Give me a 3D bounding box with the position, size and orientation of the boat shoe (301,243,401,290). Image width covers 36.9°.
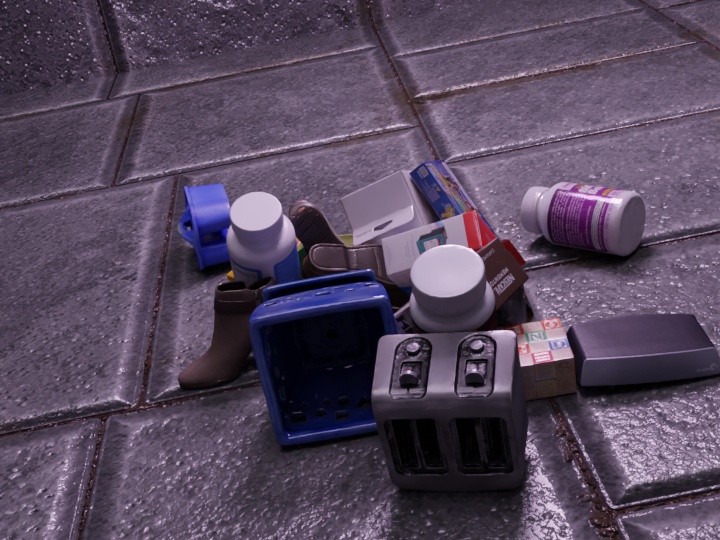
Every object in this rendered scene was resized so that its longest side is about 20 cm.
[{"bbox_3d":[0.000,0.000,1.783,0.198,0.068,0.073,11,57,-15],"label":"boat shoe"}]

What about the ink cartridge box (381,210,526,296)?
[{"bbox_3d":[0.147,-0.028,1.689,0.198,0.116,0.068,-17,65,18],"label":"ink cartridge box"}]

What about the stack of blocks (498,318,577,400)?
[{"bbox_3d":[0.201,0.135,1.553,0.198,0.059,0.115,-9,26,3],"label":"stack of blocks"}]

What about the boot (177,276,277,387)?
[{"bbox_3d":[-0.205,0.091,1.696,0.198,0.147,0.070,-19,29,-15],"label":"boot"}]

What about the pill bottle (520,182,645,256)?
[{"bbox_3d":[0.384,-0.094,1.881,0.199,0.113,0.112,12,34,38],"label":"pill bottle"}]

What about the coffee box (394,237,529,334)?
[{"bbox_3d":[0.140,0.047,1.616,0.114,0.080,0.200,-39,1,-42],"label":"coffee box"}]

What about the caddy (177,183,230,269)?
[{"bbox_3d":[-0.304,-0.087,2.097,0.104,0.143,0.200,-12,25,-10],"label":"caddy"}]

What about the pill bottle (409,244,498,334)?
[{"bbox_3d":[0.125,0.071,1.426,0.113,0.201,0.115,-7,44,7],"label":"pill bottle"}]

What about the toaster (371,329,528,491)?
[{"bbox_3d":[0.115,0.181,1.361,0.179,0.201,0.119,-2,38,15],"label":"toaster"}]

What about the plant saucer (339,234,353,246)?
[{"bbox_3d":[-0.046,-0.008,1.965,0.198,0.031,0.200,-10,26,5],"label":"plant saucer"}]

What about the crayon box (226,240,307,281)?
[{"bbox_3d":[-0.150,-0.005,1.909,0.200,0.051,0.127,-41,27,-22],"label":"crayon box"}]

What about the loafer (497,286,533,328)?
[{"bbox_3d":[0.236,0.062,1.693,0.072,0.073,0.201,26,38,0],"label":"loafer"}]

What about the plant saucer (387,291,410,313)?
[{"bbox_3d":[0.108,0.029,1.826,0.198,0.037,0.201,-9,26,4],"label":"plant saucer"}]

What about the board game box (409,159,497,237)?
[{"bbox_3d":[0.170,-0.098,1.848,0.034,0.201,0.135,-36,-6,20],"label":"board game box"}]

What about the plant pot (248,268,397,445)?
[{"bbox_3d":[-0.044,0.112,1.550,0.198,0.202,0.180,-11,19,0],"label":"plant pot"}]

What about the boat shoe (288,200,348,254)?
[{"bbox_3d":[-0.057,-0.038,1.829,0.074,0.201,0.073,-27,24,1],"label":"boat shoe"}]

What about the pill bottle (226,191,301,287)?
[{"bbox_3d":[-0.155,-0.027,1.731,0.111,0.201,0.113,-1,50,1],"label":"pill bottle"}]

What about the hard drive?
[{"bbox_3d":[0.398,0.109,1.536,0.198,0.043,0.135,-5,27,1],"label":"hard drive"}]

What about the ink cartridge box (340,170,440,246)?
[{"bbox_3d":[0.065,-0.092,1.869,0.128,0.126,0.200,-24,-5,21],"label":"ink cartridge box"}]
